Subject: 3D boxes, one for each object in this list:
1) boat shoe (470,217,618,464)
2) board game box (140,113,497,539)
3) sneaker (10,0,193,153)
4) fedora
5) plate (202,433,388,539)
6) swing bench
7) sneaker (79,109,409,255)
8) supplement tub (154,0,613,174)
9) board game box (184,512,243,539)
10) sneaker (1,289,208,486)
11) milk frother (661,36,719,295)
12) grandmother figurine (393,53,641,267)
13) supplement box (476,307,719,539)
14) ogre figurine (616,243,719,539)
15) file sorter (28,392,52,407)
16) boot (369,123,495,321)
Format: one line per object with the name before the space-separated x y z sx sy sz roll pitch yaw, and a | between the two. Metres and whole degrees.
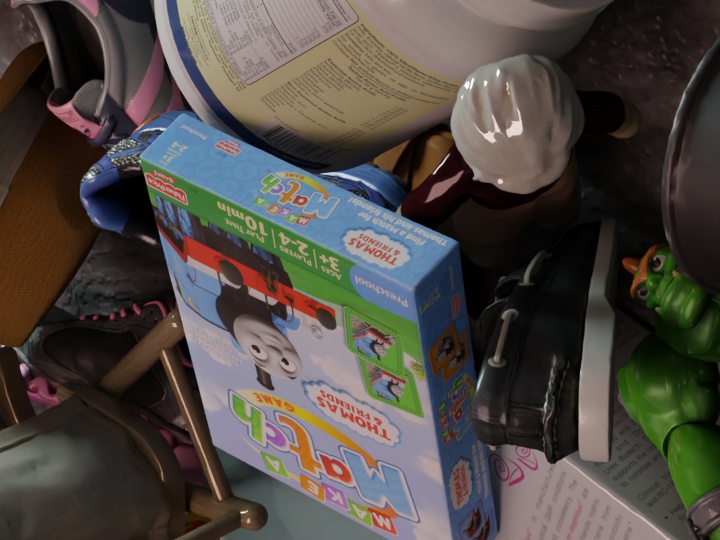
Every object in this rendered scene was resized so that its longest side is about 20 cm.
boat shoe | 0.081 0.024 1.163 0.060 0.200 0.076 3 105 5
board game box | -0.016 0.036 1.193 0.151 0.037 0.200 26 147 29
sneaker | -0.122 -0.076 1.390 0.070 0.082 0.200 -9 109 48
fedora | -0.184 -0.025 1.433 0.082 0.201 0.201 26 139 -4
plate | 0.014 0.123 1.394 0.200 0.026 0.200 11 127 15
swing bench | -0.195 0.118 1.382 0.200 0.199 0.130 -14 97 51
sneaker | -0.051 -0.017 1.261 0.200 0.078 0.075 16 118 35
supplement tub | 0.017 -0.135 1.151 0.200 0.145 0.145 -25 97 51
board game box | -0.089 0.194 1.448 0.048 0.200 0.102 -11 108 49
sneaker | -0.121 0.047 1.500 0.200 0.079 0.096 27 106 37
milk frother | 0.228 -0.071 0.947 0.188 0.180 0.200 21 136 40
grandmother figurine | 0.062 -0.047 1.135 0.061 0.121 0.200 50 173 9
supplement box | 0.144 0.120 1.231 0.200 0.103 0.101 37 138 22
ogre figurine | 0.176 0.027 1.133 0.120 0.098 0.200 37 131 38
file sorter | -0.202 0.186 1.534 0.125 0.200 0.139 21 136 6
boot | 0.000 0.000 1.326 0.155 0.074 0.200 20 132 32
